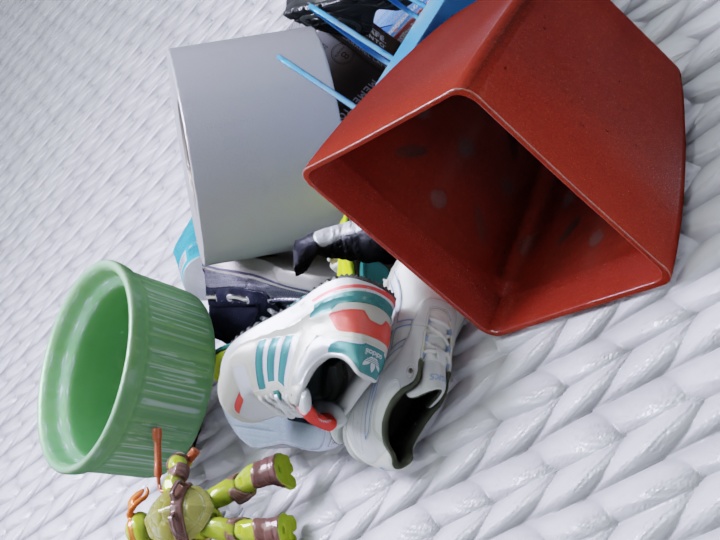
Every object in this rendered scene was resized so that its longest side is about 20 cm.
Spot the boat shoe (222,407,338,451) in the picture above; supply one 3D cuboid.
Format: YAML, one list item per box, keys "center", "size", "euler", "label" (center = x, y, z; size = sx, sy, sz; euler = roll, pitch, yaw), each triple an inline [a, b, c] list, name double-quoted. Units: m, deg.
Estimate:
- center: [-0.051, 0.117, 1.342]
  size: [0.200, 0.066, 0.074]
  euler: [15, 108, 58]
  label: "boat shoe"

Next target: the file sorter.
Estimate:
- center: [0.047, -0.207, 1.270]
  size: [0.122, 0.139, 0.201]
  euler: [36, 96, 29]
  label: "file sorter"

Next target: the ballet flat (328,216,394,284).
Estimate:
- center: [0.000, 0.000, 1.352]
  size: [0.067, 0.067, 0.201]
  euler: [-38, 34, 37]
  label: "ballet flat"

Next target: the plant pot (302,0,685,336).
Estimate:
- center: [0.115, -0.098, 1.124]
  size: [0.200, 0.199, 0.177]
  euler: [-22, 35, 54]
  label: "plant pot"

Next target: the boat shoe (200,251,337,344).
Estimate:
- center: [-0.077, 0.031, 1.500]
  size: [0.199, 0.074, 0.094]
  euler: [12, 106, 51]
  label: "boat shoe"

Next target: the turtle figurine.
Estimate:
- center: [-0.135, 0.196, 1.323]
  size: [0.160, 0.065, 0.201]
  euler: [-15, 46, 18]
  label: "turtle figurine"

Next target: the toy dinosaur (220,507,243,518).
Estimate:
- center: [-0.162, 0.280, 1.355]
  size: [0.102, 0.077, 0.201]
  euler: [-53, 21, 31]
  label: "toy dinosaur"

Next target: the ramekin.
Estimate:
- center: [-0.217, 0.098, 1.489]
  size: [0.200, 0.097, 0.202]
  euler: [-30, 52, 49]
  label: "ramekin"

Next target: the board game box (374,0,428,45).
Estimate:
- center: [0.023, -0.250, 1.664]
  size: [0.200, 0.019, 0.103]
  euler: [-42, 28, 34]
  label: "board game box"

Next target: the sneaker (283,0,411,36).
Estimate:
- center: [-0.003, -0.269, 1.433]
  size: [0.199, 0.075, 0.092]
  euler: [-12, 66, 58]
  label: "sneaker"

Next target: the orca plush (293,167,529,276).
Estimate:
- center: [0.045, -0.019, 1.264]
  size: [0.198, 0.072, 0.105]
  euler: [-16, -4, 2]
  label: "orca plush"

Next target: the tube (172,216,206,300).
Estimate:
- center: [-0.183, -0.023, 1.780]
  size: [0.078, 0.050, 0.200]
  euler: [-51, 20, 8]
  label: "tube"

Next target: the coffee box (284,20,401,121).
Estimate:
- center: [-0.055, -0.170, 1.612]
  size: [0.200, 0.114, 0.080]
  euler: [-42, 27, 31]
  label: "coffee box"

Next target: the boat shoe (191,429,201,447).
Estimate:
- center: [-0.189, 0.108, 1.612]
  size: [0.071, 0.070, 0.201]
  euler: [-55, 32, 26]
  label: "boat shoe"

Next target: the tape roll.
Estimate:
- center: [-0.094, -0.114, 1.461]
  size: [0.203, 0.138, 0.205]
  euler: [171, 90, -83]
  label: "tape roll"

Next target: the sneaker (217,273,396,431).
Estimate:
- center: [-0.048, 0.084, 1.206]
  size: [0.199, 0.070, 0.094]
  euler: [-36, 38, 39]
  label: "sneaker"

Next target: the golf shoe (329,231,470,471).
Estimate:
- center: [0.051, 0.060, 1.207]
  size: [0.097, 0.078, 0.201]
  euler: [30, 99, 60]
  label: "golf shoe"

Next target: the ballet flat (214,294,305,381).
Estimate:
- center: [-0.078, 0.081, 1.442]
  size: [0.200, 0.066, 0.068]
  euler: [-32, 64, 44]
  label: "ballet flat"
